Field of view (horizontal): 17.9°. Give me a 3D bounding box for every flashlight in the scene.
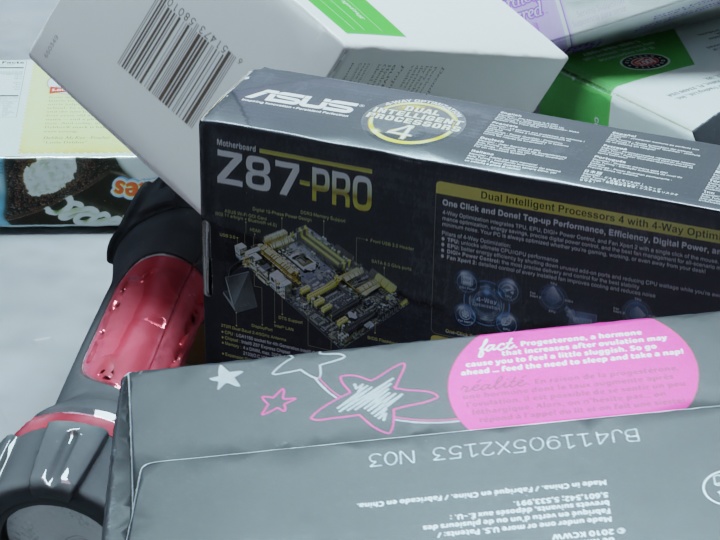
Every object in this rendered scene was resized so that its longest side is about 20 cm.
[{"bbox_3d":[-0.074,0.031,0.782,0.067,0.068,0.201,4,38,12],"label":"flashlight"}]

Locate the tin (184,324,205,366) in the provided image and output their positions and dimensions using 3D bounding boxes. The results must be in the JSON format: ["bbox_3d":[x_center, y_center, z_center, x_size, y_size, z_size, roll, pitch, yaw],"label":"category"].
[{"bbox_3d":[0.000,0.000,0.925,0.198,0.042,0.112,-4,31,-10],"label":"tin"}]

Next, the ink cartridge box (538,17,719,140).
[{"bbox_3d":[0.190,-0.034,0.946,0.146,0.084,0.200,-15,30,-31],"label":"ink cartridge box"}]

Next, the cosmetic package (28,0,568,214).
[{"bbox_3d":[-0.017,-0.079,0.849,0.107,0.085,0.200,41,21,17],"label":"cosmetic package"}]

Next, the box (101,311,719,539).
[{"bbox_3d":[0.039,0.100,0.600,0.198,0.115,0.133,-6,35,4],"label":"box"}]

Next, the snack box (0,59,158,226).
[{"bbox_3d":[-0.119,-0.059,1.035,0.198,0.037,0.116,-1,27,-4],"label":"snack box"}]

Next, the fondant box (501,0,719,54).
[{"bbox_3d":[0.106,-0.126,1.027,0.143,0.059,0.200,-17,-3,6],"label":"fondant box"}]

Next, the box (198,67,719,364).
[{"bbox_3d":[0.047,0.032,0.719,0.199,0.162,0.049,10,32,20],"label":"box"}]

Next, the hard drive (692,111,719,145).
[{"bbox_3d":[0.235,-0.074,0.807,0.199,0.038,0.140,-12,-13,-28],"label":"hard drive"}]
